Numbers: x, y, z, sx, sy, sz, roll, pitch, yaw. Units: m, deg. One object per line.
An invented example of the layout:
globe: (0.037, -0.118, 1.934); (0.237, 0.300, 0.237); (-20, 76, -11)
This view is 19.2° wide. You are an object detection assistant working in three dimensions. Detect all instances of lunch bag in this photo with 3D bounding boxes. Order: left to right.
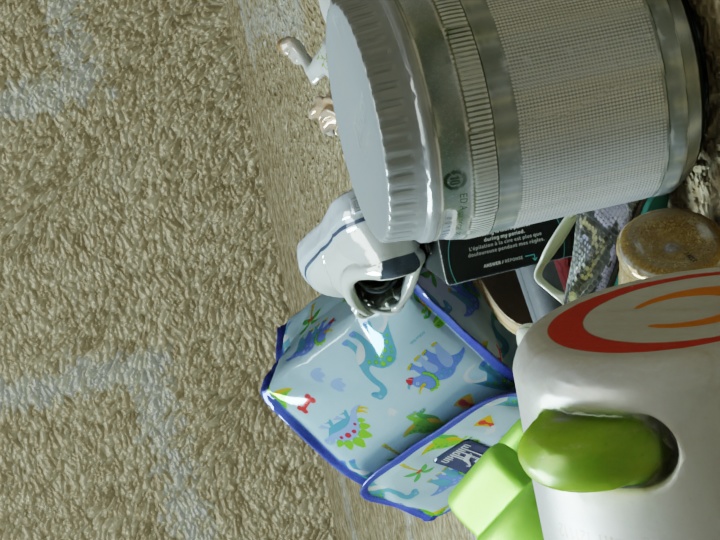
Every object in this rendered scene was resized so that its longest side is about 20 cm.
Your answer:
lunch bag: (0.051, 0.091, 1.639); (0.200, 0.170, 0.128); (44, -152, -19)

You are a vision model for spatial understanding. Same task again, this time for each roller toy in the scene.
roller toy: (0.177, 0.084, 1.061); (0.182, 0.199, 0.140); (-94, -7, -77)

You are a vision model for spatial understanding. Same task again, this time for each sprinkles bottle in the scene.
sprinkles bottle: (0.188, 0.058, 1.307); (0.068, 0.068, 0.200); (-112, 13, -48)

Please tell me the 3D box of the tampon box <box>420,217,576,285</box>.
tampon box: (0.094, -0.111, 1.403); (0.126, 0.149, 0.201); (-143, 41, -75)

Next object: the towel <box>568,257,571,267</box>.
towel: (0.136, -0.044, 1.649); (0.144, 0.023, 0.201); (-121, 22, -65)

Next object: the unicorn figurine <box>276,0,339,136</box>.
unicorn figurine: (-0.015, -0.181, 1.331); (0.137, 0.074, 0.200); (23, 139, 66)

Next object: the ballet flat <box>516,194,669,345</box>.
ballet flat: (0.137, 0.029, 1.344); (0.072, 0.072, 0.201); (-137, 61, -74)

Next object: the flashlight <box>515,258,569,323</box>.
flashlight: (0.151, 0.026, 1.496); (0.068, 0.068, 0.201); (29, -139, -61)

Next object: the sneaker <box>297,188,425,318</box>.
sneaker: (0.000, 0.000, 1.437); (0.200, 0.073, 0.071); (108, 148, -76)

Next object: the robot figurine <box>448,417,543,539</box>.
robot figurine: (0.156, 0.190, 1.405); (0.200, 0.175, 0.116); (44, 130, 8)

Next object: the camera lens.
camera lens: (0.093, -0.107, 1.250); (0.160, 0.199, 0.160); (167, 90, -81)

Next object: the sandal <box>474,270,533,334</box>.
sandal: (0.095, -0.029, 1.620); (0.070, 0.077, 0.212); (86, 164, -60)
